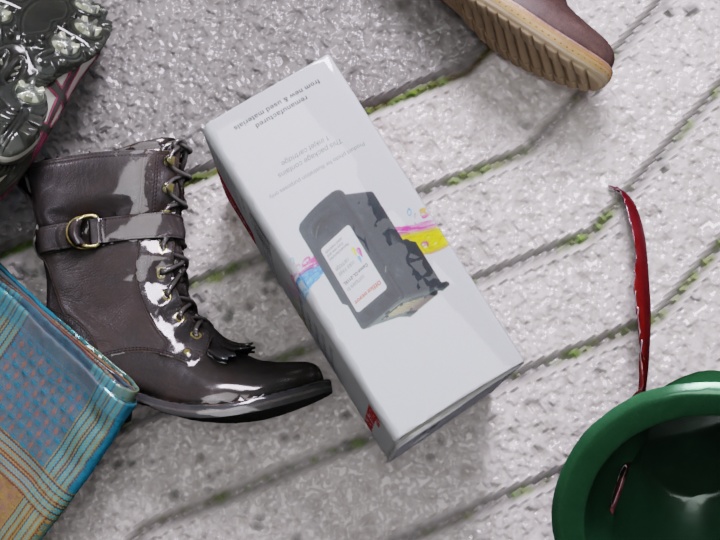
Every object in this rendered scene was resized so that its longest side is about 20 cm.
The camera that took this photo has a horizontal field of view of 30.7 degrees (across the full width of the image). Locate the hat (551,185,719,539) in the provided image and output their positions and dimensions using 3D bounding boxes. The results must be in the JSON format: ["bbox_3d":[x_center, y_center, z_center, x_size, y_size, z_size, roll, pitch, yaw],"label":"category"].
[{"bbox_3d":[0.204,0.090,0.798,0.166,0.176,0.200,15,118,1],"label":"hat"}]

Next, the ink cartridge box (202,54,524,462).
[{"bbox_3d":[0.000,0.000,0.751,0.083,0.146,0.200,-31,81,-7],"label":"ink cartridge box"}]

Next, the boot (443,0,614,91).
[{"bbox_3d":[0.115,-0.226,0.827,0.200,0.072,0.166,38,84,11],"label":"boot"}]

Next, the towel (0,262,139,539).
[{"bbox_3d":[-0.234,0.106,0.765,0.147,0.022,0.200,38,97,15],"label":"towel"}]

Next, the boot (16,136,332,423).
[{"bbox_3d":[-0.116,0.004,0.791,0.200,0.069,0.174,0,80,3],"label":"boot"}]

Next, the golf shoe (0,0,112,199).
[{"bbox_3d":[-0.212,-0.109,0.785,0.077,0.088,0.200,25,37,-8],"label":"golf shoe"}]
